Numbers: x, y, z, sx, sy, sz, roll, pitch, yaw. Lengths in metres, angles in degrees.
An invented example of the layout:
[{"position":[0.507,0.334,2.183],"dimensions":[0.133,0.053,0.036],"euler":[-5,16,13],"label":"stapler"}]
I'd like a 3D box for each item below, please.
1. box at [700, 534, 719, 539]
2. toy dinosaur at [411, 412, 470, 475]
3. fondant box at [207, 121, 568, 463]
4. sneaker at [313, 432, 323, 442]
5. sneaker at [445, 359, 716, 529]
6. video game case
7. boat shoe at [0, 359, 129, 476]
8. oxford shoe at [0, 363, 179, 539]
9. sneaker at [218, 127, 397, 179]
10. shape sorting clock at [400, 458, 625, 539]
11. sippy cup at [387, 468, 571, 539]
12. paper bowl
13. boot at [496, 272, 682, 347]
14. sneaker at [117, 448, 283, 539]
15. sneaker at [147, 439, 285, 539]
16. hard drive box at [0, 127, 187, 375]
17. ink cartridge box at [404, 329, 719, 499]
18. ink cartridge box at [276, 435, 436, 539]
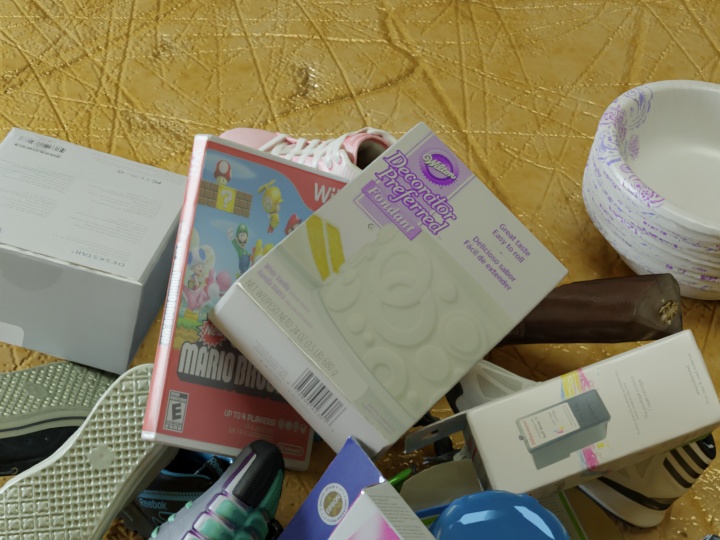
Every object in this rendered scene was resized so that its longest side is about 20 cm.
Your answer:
[{"position":[0.184,0.303,1.501],"dimensions":[0.124,0.200,0.197],"euler":[31,44,18],"label":"box"},{"position":[0.083,0.124,1.804],"dimensions":[0.200,0.048,0.088],"euler":[-23,66,-36],"label":"toy dinosaur"},{"position":[0.020,0.015,1.633],"dimensions":[0.144,0.058,0.200],"euler":[46,54,3],"label":"fondant box"},{"position":[-0.097,0.048,1.816],"dimensions":[0.095,0.079,0.200],"euler":[-11,46,-24],"label":"sneaker"},{"position":[0.163,0.092,1.758],"dimensions":[0.200,0.115,0.076],"euler":[30,34,-17],"label":"sneaker"},{"position":[-0.071,0.024,1.646],"dimensions":[0.017,0.201,0.143],"euler":[3,-9,44],"label":"video game case"},{"position":[-0.210,0.107,1.732],"dimensions":[0.200,0.062,0.075],"euler":[-4,36,-43],"label":"boat shoe"},{"position":[-0.184,0.145,1.643],"dimensions":[0.075,0.058,0.200],"euler":[42,88,12],"label":"oxford shoe"},{"position":[-0.029,-0.084,1.969],"dimensions":[0.200,0.105,0.075],"euler":[32,45,22],"label":"sneaker"},{"position":[0.096,0.216,1.689],"dimensions":[0.199,0.039,0.200],"euler":[7,50,-9],"label":"shape sorting clock"},{"position":[0.077,0.209,1.577],"dimensions":[0.177,0.130,0.140],"euler":[19,53,-2],"label":"sippy cup"},{"position":[0.278,-0.055,2.018],"dimensions":[0.200,0.105,0.201],"euler":[7,40,-6],"label":"paper bowl"},{"position":[0.126,0.037,1.819],"dimensions":[0.199,0.064,0.186],"euler":[3,17,26],"label":"boot"},{"position":[-0.092,0.173,1.669],"dimensions":[0.200,0.082,0.073],"euler":[36,43,23],"label":"sneaker"},{"position":[-0.127,0.185,1.604],"dimensions":[0.087,0.074,0.200],"euler":[23,70,23],"label":"sneaker"},{"position":[-0.215,-0.018,1.824],"dimensions":[0.155,0.077,0.200],"euler":[16,25,3],"label":"hard drive box"},{"position":[0.132,0.110,1.655],"dimensions":[0.199,0.117,0.068],"euler":[-20,81,-2],"label":"ink cartridge box"},{"position":[-0.016,0.237,1.531],"dimensions":[0.043,0.197,0.200],"euler":[10,31,-49],"label":"ink cartridge box"}]
